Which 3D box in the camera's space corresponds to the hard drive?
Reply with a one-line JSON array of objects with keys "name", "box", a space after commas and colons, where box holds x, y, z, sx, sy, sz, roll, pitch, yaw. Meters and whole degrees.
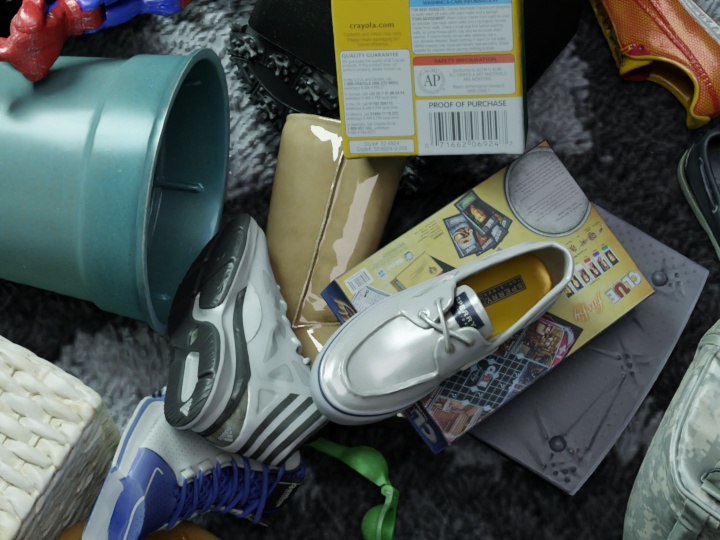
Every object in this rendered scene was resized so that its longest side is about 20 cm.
[{"name": "hard drive", "box": [0.150, 0.053, 1.382, 0.135, 0.042, 0.200, 31, 71, 10]}]

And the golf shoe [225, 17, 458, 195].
[{"name": "golf shoe", "box": [-0.007, -0.138, 1.446, 0.200, 0.078, 0.095, 34, 53, 9]}]

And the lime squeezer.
[{"name": "lime squeezer", "box": [-0.005, 0.168, 1.332, 0.070, 0.038, 0.201, -22, 71, -11]}]

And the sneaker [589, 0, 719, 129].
[{"name": "sneaker", "box": [0.212, -0.195, 1.471, 0.077, 0.073, 0.200, -39, 72, -8]}]

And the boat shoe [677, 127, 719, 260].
[{"name": "boat shoe", "box": [0.304, -0.022, 1.406, 0.074, 0.066, 0.200, -22, 71, -11]}]

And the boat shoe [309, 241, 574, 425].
[{"name": "boat shoe", "box": [0.057, 0.035, 1.242, 0.199, 0.070, 0.071, -25, 82, -25]}]

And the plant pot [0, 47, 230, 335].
[{"name": "plant pot", "box": [-0.212, -0.068, 1.346, 0.195, 0.200, 0.201, 8, 68, 10]}]

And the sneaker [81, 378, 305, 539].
[{"name": "sneaker", "box": [-0.099, 0.130, 1.277, 0.115, 0.199, 0.081, 27, 114, 4]}]

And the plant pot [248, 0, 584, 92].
[{"name": "plant pot", "box": [0.064, -0.242, 1.390, 0.199, 0.178, 0.200, 30, 46, 10]}]

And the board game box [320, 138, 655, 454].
[{"name": "board game box", "box": [0.090, 0.016, 1.319, 0.200, 0.035, 0.136, -33, 85, -26]}]

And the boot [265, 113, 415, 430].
[{"name": "boot", "box": [0.000, 0.000, 1.350, 0.174, 0.066, 0.201, 14, 81, 16]}]

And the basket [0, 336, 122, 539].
[{"name": "basket", "box": [-0.285, 0.135, 1.269, 0.199, 0.161, 0.199, 28, 70, 11]}]

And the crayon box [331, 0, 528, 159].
[{"name": "crayon box", "box": [0.046, -0.178, 1.281, 0.125, 0.201, 0.052, -1, 25, 8]}]

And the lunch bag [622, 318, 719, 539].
[{"name": "lunch bag", "box": [0.254, 0.132, 1.274, 0.139, 0.200, 0.168, 40, 68, 16]}]

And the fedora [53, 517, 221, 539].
[{"name": "fedora", "box": [-0.139, 0.257, 1.250, 0.200, 0.082, 0.201, 18, 47, -21]}]

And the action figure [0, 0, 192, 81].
[{"name": "action figure", "box": [-0.196, -0.192, 1.306, 0.200, 0.065, 0.099, -33, 54, -31]}]

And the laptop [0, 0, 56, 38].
[{"name": "laptop", "box": [-0.247, -0.223, 1.380, 0.176, 0.200, 0.104, -13, 51, -8]}]

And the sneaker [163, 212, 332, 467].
[{"name": "sneaker", "box": [-0.067, 0.056, 1.298, 0.115, 0.076, 0.201, 34, 36, -24]}]
